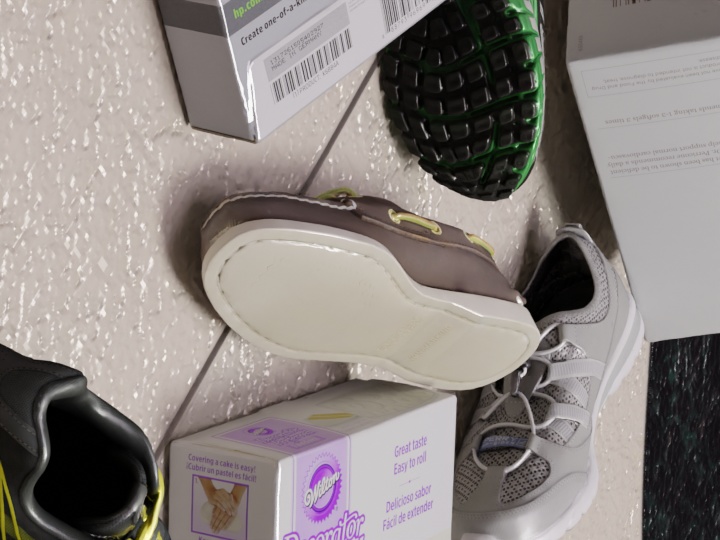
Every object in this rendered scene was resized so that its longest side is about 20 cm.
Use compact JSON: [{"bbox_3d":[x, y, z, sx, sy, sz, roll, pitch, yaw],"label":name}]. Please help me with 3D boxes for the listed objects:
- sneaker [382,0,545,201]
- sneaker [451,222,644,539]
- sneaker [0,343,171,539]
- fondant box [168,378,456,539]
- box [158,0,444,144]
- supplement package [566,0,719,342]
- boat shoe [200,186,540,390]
[{"bbox_3d":[0.062,-0.130,1.042,0.085,0.078,0.200,-21,114,-56],"label":"sneaker"},{"bbox_3d":[0.081,0.059,1.138,0.082,0.075,0.200,65,33,-33],"label":"sneaker"},{"bbox_3d":[-0.104,0.093,0.819,0.075,0.085,0.200,-65,145,-24],"label":"sneaker"},{"bbox_3d":[-0.020,0.159,0.999,0.144,0.058,0.200,-15,109,-56],"label":"fondant box"},{"bbox_3d":[-0.028,-0.175,0.906,0.156,0.041,0.200,-41,132,-37],"label":"box"},{"bbox_3d":[0.185,-0.076,1.190,0.117,0.117,0.200,-82,159,-47],"label":"supplement package"},{"bbox_3d":[0.000,0.000,0.990,0.200,0.072,0.060,18,41,-46],"label":"boat shoe"}]
